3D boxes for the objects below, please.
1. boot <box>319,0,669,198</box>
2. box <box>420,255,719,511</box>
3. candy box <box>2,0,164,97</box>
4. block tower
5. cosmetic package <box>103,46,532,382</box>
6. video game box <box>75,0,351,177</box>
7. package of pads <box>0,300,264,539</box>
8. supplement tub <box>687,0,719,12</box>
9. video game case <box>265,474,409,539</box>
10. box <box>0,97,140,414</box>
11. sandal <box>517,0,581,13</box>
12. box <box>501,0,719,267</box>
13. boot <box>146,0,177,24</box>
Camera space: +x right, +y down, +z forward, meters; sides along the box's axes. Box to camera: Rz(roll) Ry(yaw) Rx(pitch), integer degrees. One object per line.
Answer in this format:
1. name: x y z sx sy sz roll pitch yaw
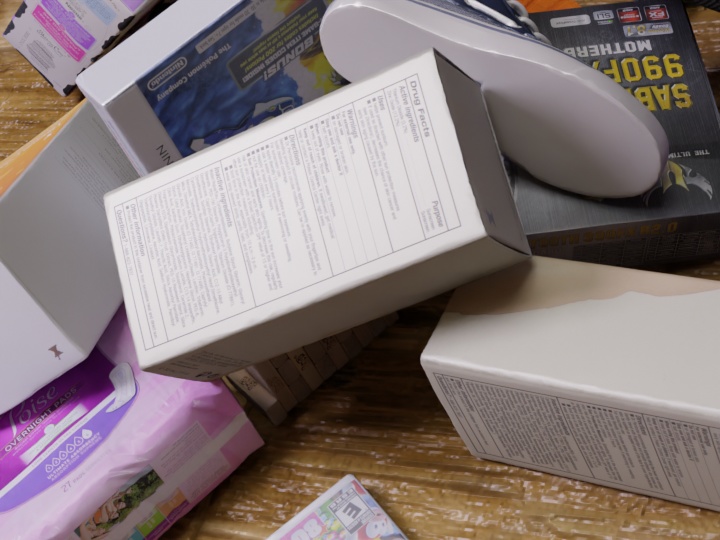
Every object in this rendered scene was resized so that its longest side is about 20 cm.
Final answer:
1. boot: 0.083 -0.116 0.814 0.199 0.073 0.090 28 44 8
2. box: 0.141 0.057 0.740 0.199 0.095 0.078 9 55 32
3. candy box: -0.165 -0.232 1.103 0.168 0.072 0.200 -49 11 -24
4. block tower: 0.000 0.000 0.893 0.200 0.058 0.054 -42 45 -11
5. cosmetic package: -0.025 -0.023 0.768 0.199 0.073 0.104 -20 73 20
6. video game box: -0.049 -0.105 0.924 0.200 0.182 0.047 -39 48 -9
7. package of pads: -0.166 0.119 0.857 0.200 0.076 0.120 -43 45 -13
8. supplement tub: 0.236 -0.202 0.851 0.199 0.123 0.123 19 52 -6
9. video game case: -0.008 0.205 0.736 0.143 0.018 0.200 -37 44 -8
10. box: -0.207 -0.004 0.910 0.124 0.098 0.200 -31 18 23
11. sandal: 0.082 -0.168 1.000 0.079 0.059 0.207 -22 49 -27
12. box: 0.101 -0.074 0.852 0.199 0.048 0.159 -6 56 0
13. boot: -0.093 -0.143 1.060 0.150 0.073 0.200 13 54 35
